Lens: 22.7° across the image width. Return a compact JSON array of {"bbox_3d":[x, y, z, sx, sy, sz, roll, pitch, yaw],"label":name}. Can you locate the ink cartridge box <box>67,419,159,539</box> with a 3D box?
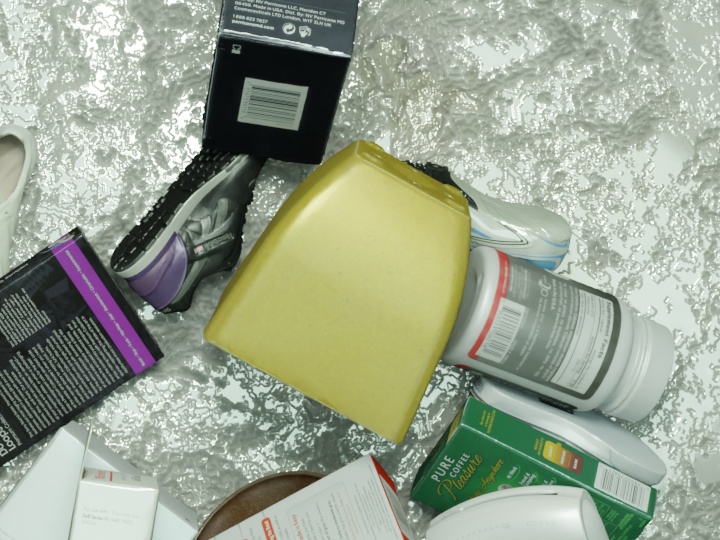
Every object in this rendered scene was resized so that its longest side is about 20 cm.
[{"bbox_3d":[-0.205,0.226,1.459,0.067,0.117,0.201,9,88,-7],"label":"ink cartridge box"}]

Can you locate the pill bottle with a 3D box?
[{"bbox_3d":[0.180,0.062,1.653,0.199,0.114,0.114,21,86,-15],"label":"pill bottle"}]

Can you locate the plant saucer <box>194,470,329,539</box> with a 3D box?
[{"bbox_3d":[-0.069,0.280,1.621,0.200,0.037,0.201,-13,55,20],"label":"plant saucer"}]

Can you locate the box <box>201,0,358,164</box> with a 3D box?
[{"bbox_3d":[-0.066,-0.230,1.577,0.117,0.197,0.201,8,65,-6],"label":"box"}]

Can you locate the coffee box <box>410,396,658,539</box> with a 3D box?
[{"bbox_3d":[0.159,0.204,1.651,0.199,0.123,0.044,25,43,-3],"label":"coffee box"}]

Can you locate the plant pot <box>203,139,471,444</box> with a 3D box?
[{"bbox_3d":[0.000,0.000,1.579,0.194,0.196,0.200,29,102,-4],"label":"plant pot"}]

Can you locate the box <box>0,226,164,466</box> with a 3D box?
[{"bbox_3d":[-0.300,0.074,1.629,0.200,0.036,0.143,-34,112,-8],"label":"box"}]

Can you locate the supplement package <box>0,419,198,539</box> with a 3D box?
[{"bbox_3d":[-0.262,0.259,1.588,0.152,0.151,0.200,38,85,-3],"label":"supplement package"}]

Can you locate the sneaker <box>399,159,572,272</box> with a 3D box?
[{"bbox_3d":[0.098,-0.047,1.682,0.199,0.072,0.073,22,116,3],"label":"sneaker"}]

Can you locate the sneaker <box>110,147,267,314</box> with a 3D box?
[{"bbox_3d":[-0.138,-0.048,1.665,0.200,0.076,0.088,-48,117,-10],"label":"sneaker"}]

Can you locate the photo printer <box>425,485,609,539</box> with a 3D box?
[{"bbox_3d":[0.158,0.290,1.620,0.166,0.069,0.201,-14,107,22],"label":"photo printer"}]

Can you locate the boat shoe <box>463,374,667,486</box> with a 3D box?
[{"bbox_3d":[0.187,0.164,1.679,0.199,0.072,0.068,24,110,-7],"label":"boat shoe"}]

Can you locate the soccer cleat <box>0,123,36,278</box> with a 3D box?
[{"bbox_3d":[-0.344,-0.038,1.629,0.069,0.078,0.201,16,86,-5],"label":"soccer cleat"}]

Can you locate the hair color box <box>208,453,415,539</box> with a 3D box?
[{"bbox_3d":[-0.051,0.260,1.562,0.199,0.064,0.111,-28,50,6],"label":"hair color box"}]
